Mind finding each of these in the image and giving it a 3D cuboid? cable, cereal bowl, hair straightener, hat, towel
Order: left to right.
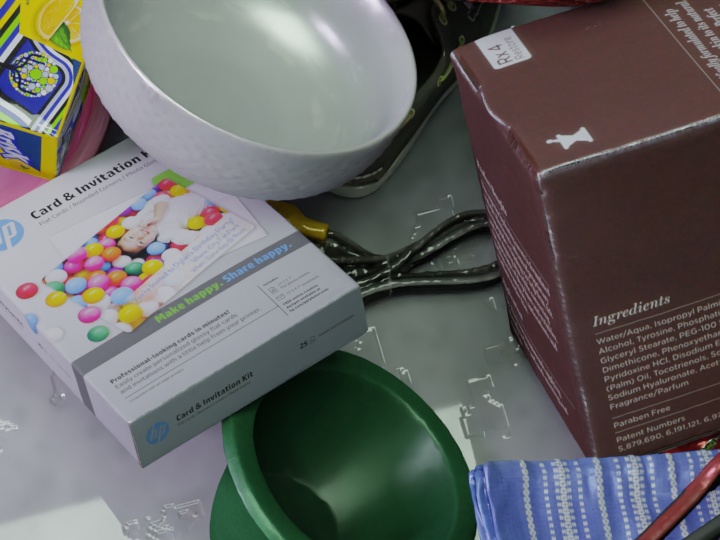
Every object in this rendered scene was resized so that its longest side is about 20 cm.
[{"bbox_3d":[-0.073,-0.115,1.545,0.199,0.083,0.201,18,44,-19],"label":"cereal bowl"},{"bbox_3d":[-0.057,0.160,1.552,0.199,0.176,0.166,-7,60,-44],"label":"hat"},{"bbox_3d":[0.000,0.000,1.595,0.199,0.050,0.098,0,65,0],"label":"cable"},{"bbox_3d":[0.163,0.159,1.431,0.199,0.024,0.145,-3,58,-14],"label":"towel"},{"bbox_3d":[0.196,0.140,1.417,0.077,0.041,0.200,44,59,14],"label":"hair straightener"}]

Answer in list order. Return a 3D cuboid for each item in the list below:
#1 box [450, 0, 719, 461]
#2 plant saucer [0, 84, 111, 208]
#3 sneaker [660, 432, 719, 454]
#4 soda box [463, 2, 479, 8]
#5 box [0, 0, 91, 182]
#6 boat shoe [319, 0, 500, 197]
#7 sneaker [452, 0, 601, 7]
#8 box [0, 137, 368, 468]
[{"bbox_3d":[0.165,-0.030,1.501,0.164,0.201,0.166,-17,33,-6],"label":"box"},{"bbox_3d":[-0.248,-0.103,1.633,0.200,0.051,0.201,0,69,-1],"label":"plant saucer"},{"bbox_3d":[0.263,0.090,1.565,0.199,0.077,0.085,-18,86,-1],"label":"sneaker"},{"bbox_3d":[0.037,-0.250,1.651,0.063,0.071,0.200,-26,51,-19],"label":"soda box"},{"bbox_3d":[-0.178,-0.160,1.592,0.064,0.070,0.201,16,68,-1],"label":"box"},{"bbox_3d":[0.032,-0.139,1.646,0.072,0.060,0.202,27,70,10],"label":"boat shoe"},{"bbox_3d":[0.071,-0.191,1.505,0.199,0.078,0.083,10,96,38],"label":"sneaker"},{"bbox_3d":[-0.115,0.007,1.526,0.156,0.041,0.200,-30,46,-20],"label":"box"}]
